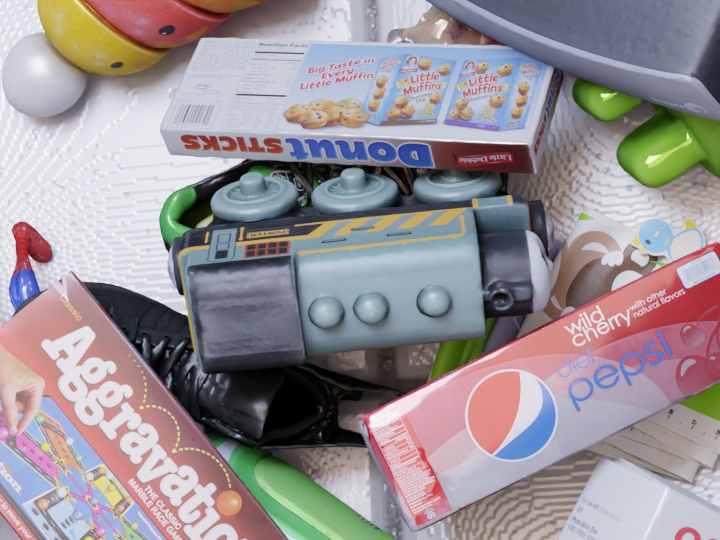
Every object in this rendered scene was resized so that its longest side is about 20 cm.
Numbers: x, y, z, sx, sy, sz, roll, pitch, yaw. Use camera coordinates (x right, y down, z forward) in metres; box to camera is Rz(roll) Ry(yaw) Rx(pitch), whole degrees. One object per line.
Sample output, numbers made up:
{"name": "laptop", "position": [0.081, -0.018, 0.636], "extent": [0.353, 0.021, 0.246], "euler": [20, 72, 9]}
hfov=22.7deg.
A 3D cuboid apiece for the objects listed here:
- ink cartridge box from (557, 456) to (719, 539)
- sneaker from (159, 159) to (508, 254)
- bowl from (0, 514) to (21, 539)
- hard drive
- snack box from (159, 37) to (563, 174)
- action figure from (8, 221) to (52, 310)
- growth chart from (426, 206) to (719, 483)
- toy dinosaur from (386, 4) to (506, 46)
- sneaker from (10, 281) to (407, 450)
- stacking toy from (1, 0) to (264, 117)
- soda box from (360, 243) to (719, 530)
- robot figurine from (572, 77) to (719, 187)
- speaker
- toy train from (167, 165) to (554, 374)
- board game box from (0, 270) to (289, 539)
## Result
{"name": "ink cartridge box", "position": [0.146, 0.212, 0.873], "extent": [0.146, 0.084, 0.200], "euler": [27, 88, -15]}
{"name": "sneaker", "position": [-0.015, -0.033, 0.983], "extent": [0.200, 0.085, 0.078], "euler": [-17, 77, 9]}
{"name": "bowl", "position": [-0.185, 0.228, 0.950], "extent": [0.200, 0.075, 0.200], "euler": [8, 82, 15]}
{"name": "hard drive", "position": [0.113, -0.164, 0.872], "extent": [0.200, 0.042, 0.135], "euler": [29, 103, 35]}
{"name": "snack box", "position": [0.000, -0.087, 0.928], "extent": [0.200, 0.024, 0.072], "euler": [4, 50, 19]}
{"name": "action figure", "position": [-0.188, 0.058, 0.987], "extent": [0.065, 0.052, 0.200], "euler": [-22, 41, 5]}
{"name": "growth chart", "position": [0.140, 0.037, 0.958], "extent": [0.200, 0.018, 0.145], "euler": [13, 86, 7]}
{"name": "toy dinosaur", "position": [0.107, -0.173, 0.965], "extent": [0.200, 0.086, 0.136], "euler": [-24, 77, 23]}
{"name": "sneaker", "position": [-0.078, 0.055, 0.943], "extent": [0.104, 0.200, 0.060], "euler": [19, 93, 52]}
{"name": "stacking toy", "position": [-0.135, -0.162, 1.034], "extent": [0.200, 0.146, 0.146], "euler": [-44, 73, 24]}
{"name": "soda box", "position": [0.101, 0.059, 0.904], "extent": [0.200, 0.070, 0.063], "euler": [-26, 85, -1]}
{"name": "robot figurine", "position": [0.208, -0.127, 0.927], "extent": [0.200, 0.116, 0.175], "euler": [-35, 98, 4]}
{"name": "speaker", "position": [-0.017, 0.166, 0.949], "extent": [0.200, 0.088, 0.088], "euler": [33, 90, 17]}
{"name": "toy train", "position": [0.000, 0.000, 0.900], "extent": [0.200, 0.114, 0.085], "euler": [-5, 115, 2]}
{"name": "board game box", "position": [-0.121, 0.109, 0.893], "extent": [0.103, 0.019, 0.200], "euler": [-39, 88, -6]}
